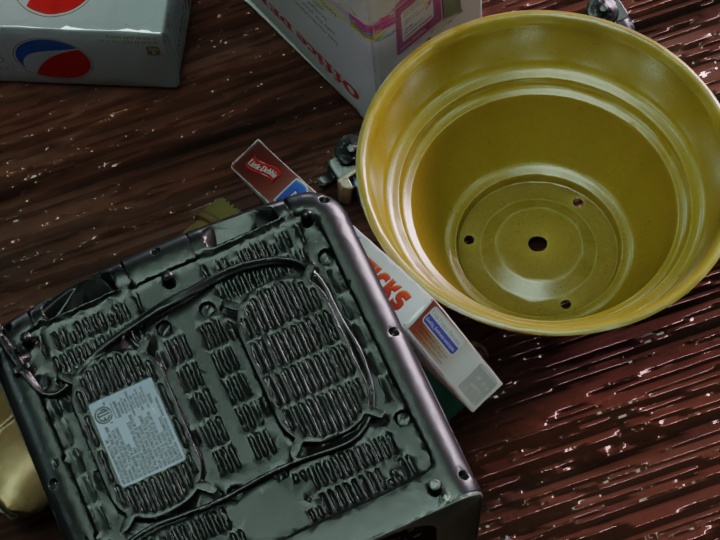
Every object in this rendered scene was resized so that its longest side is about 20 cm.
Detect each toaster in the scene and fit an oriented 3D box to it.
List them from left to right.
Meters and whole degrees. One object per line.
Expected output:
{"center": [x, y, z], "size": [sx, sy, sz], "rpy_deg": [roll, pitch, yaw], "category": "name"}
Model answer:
{"center": [-0.061, 0.075, 1.172], "size": [0.180, 0.119, 0.201], "rpy_deg": [-24, 67, -7], "category": "toaster"}

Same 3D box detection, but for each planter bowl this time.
{"center": [0.096, -0.032, 1.344], "size": [0.199, 0.084, 0.201], "rpy_deg": [1, 58, -1], "category": "planter bowl"}

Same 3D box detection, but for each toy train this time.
{"center": [0.067, -0.088, 1.410], "size": [0.199, 0.034, 0.046], "rpy_deg": [-29, 78, -8], "category": "toy train"}

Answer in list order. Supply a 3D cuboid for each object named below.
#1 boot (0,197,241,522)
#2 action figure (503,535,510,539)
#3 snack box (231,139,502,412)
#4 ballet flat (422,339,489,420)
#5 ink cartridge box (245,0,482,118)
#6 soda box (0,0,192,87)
{"center": [-0.107, 0.060, 1.318], "size": [0.200, 0.066, 0.175], "rpy_deg": [-40, 28, -13], "category": "boot"}
{"center": [0.119, 0.206, 1.232], "size": [0.119, 0.102, 0.200], "rpy_deg": [-45, 70, -1], "category": "action figure"}
{"center": [0.000, 0.000, 1.305], "size": [0.024, 0.072, 0.200], "rpy_deg": [-43, 38, -3], "category": "snack box"}
{"center": [-0.028, 0.080, 1.328], "size": [0.199, 0.071, 0.071], "rpy_deg": [-34, 66, -9], "category": "ballet flat"}
{"center": [-0.011, -0.191, 1.373], "size": [0.085, 0.200, 0.145], "rpy_deg": [-37, 67, -15], "category": "ink cartridge box"}
{"center": [-0.198, -0.150, 1.449], "size": [0.199, 0.064, 0.069], "rpy_deg": [3, 65, 8], "category": "soda box"}
